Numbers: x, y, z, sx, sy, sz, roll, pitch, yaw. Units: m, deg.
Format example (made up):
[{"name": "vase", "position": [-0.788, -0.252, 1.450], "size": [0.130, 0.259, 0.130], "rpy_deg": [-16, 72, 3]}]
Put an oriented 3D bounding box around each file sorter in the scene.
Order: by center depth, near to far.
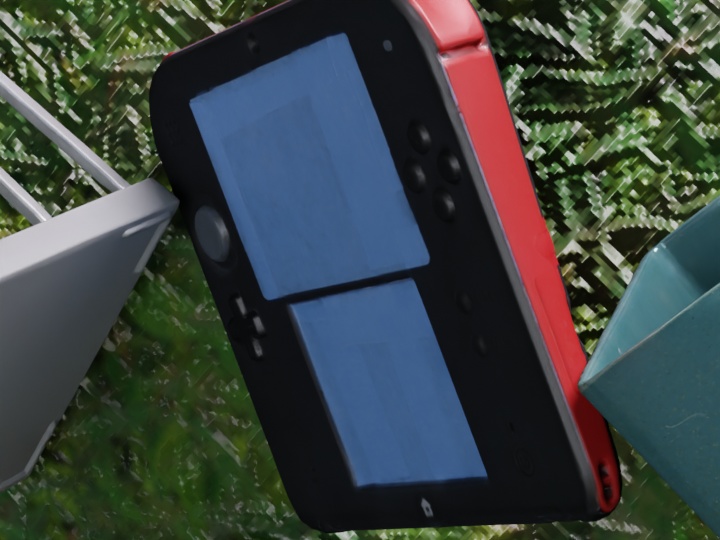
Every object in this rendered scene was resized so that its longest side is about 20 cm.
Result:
[{"name": "file sorter", "position": [-0.186, 0.015, 0.839], "size": [0.124, 0.200, 0.139], "rpy_deg": [41, 122, 14]}]

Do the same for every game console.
[{"name": "game console", "position": [0.000, 0.000, 0.812], "size": [0.200, 0.031, 0.178], "rpy_deg": [-13, 94, 62]}]

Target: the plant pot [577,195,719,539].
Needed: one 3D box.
[{"name": "plant pot", "position": [0.190, 0.051, 0.751], "size": [0.141, 0.141, 0.200], "rpy_deg": [-37, 94, 22]}]
